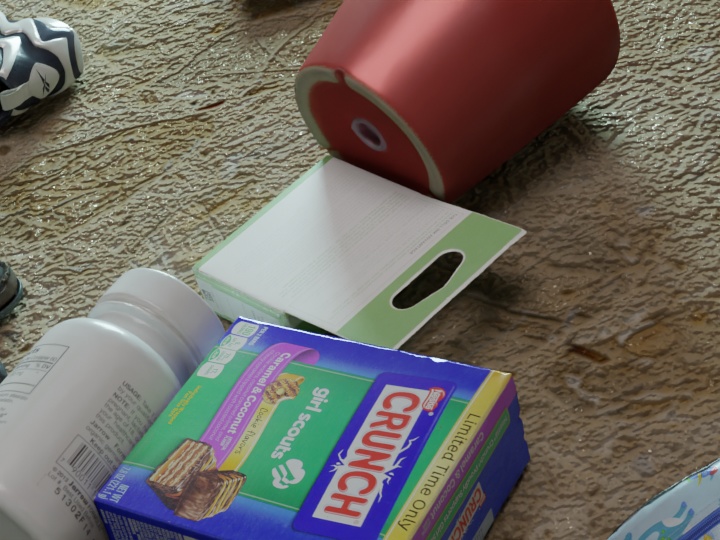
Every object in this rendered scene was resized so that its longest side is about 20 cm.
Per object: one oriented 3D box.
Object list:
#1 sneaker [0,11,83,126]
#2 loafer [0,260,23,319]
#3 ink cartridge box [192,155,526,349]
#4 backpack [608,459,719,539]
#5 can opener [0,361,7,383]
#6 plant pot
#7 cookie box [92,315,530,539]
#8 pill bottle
[{"bbox_3d":[-0.356,-0.174,1.463,0.197,0.080,0.130,15,39,21],"label":"sneaker"},{"bbox_3d":[-0.352,0.028,1.228,0.198,0.063,0.072,-18,37,0],"label":"loafer"},{"bbox_3d":[0.000,0.000,1.139,0.199,0.048,0.145,24,54,40],"label":"ink cartridge box"},{"bbox_3d":[0.205,0.147,0.788,0.198,0.164,0.155,-17,53,10],"label":"backpack"},{"bbox_3d":[-0.345,0.095,1.152,0.198,0.053,0.067,-24,37,-9],"label":"can opener"},{"bbox_3d":[0.059,-0.151,1.201,0.200,0.201,0.177,25,63,41],"label":"plant pot"},{"bbox_3d":[-0.026,0.123,0.976,0.198,0.076,0.172,11,45,30],"label":"cookie box"},{"bbox_3d":[-0.171,0.096,1.033,0.113,0.115,0.200,10,45,30],"label":"pill bottle"}]
